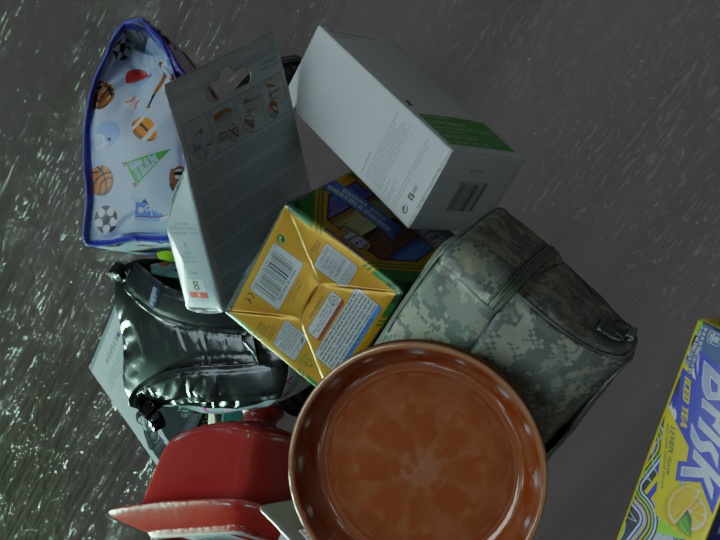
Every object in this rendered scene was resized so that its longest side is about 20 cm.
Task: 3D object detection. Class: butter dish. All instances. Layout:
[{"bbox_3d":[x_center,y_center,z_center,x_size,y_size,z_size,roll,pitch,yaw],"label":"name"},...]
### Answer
[{"bbox_3d":[-0.105,0.197,1.228,0.199,0.199,0.149,-13,61,41],"label":"butter dish"}]

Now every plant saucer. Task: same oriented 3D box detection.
[{"bbox_3d":[0.044,0.151,0.974,0.198,0.032,0.202,2,99,12],"label":"plant saucer"}]

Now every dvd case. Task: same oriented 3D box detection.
[{"bbox_3d":[-0.231,0.116,1.446,0.200,0.025,0.151,47,121,35],"label":"dvd case"}]

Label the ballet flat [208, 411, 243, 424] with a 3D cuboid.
[{"bbox_3d":[-0.133,0.125,1.326,0.069,0.069,0.202,14,101,43],"label":"ballet flat"}]

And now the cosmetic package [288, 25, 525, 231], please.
[{"bbox_3d":[0.034,-0.125,1.128,0.200,0.107,0.085,48,121,32],"label":"cosmetic package"}]

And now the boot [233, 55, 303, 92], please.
[{"bbox_3d":[-0.079,-0.091,1.268,0.200,0.069,0.174,-50,63,22],"label":"boot"}]

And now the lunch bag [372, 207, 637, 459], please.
[{"bbox_3d":[0.109,0.078,1.033,0.167,0.139,0.201,40,119,13],"label":"lunch bag"}]

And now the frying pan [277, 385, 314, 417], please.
[{"bbox_3d":[-0.066,0.063,1.278,0.115,0.031,0.190,-56,45,23],"label":"frying pan"}]

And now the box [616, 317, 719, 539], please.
[{"bbox_3d":[0.257,0.139,0.937,0.070,0.064,0.202,30,109,40],"label":"box"}]

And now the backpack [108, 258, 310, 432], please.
[{"bbox_3d":[-0.128,0.059,1.207,0.198,0.126,0.169,0,106,31],"label":"backpack"}]

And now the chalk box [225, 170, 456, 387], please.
[{"bbox_3d":[0.000,0.000,1.114,0.124,0.200,0.125,38,119,11],"label":"chalk box"}]

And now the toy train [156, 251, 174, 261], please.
[{"bbox_3d":[-0.190,-0.052,1.375,0.201,0.084,0.116,63,142,24],"label":"toy train"}]

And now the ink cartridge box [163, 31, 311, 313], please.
[{"bbox_3d":[-0.113,-0.087,1.109,0.050,0.162,0.202,0,114,34],"label":"ink cartridge box"}]

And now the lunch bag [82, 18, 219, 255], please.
[{"bbox_3d":[-0.183,-0.120,1.187,0.122,0.170,0.202,-4,87,5],"label":"lunch bag"}]

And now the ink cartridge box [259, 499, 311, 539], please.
[{"bbox_3d":[0.008,0.246,1.087,0.116,0.199,0.067,37,115,38],"label":"ink cartridge box"}]
